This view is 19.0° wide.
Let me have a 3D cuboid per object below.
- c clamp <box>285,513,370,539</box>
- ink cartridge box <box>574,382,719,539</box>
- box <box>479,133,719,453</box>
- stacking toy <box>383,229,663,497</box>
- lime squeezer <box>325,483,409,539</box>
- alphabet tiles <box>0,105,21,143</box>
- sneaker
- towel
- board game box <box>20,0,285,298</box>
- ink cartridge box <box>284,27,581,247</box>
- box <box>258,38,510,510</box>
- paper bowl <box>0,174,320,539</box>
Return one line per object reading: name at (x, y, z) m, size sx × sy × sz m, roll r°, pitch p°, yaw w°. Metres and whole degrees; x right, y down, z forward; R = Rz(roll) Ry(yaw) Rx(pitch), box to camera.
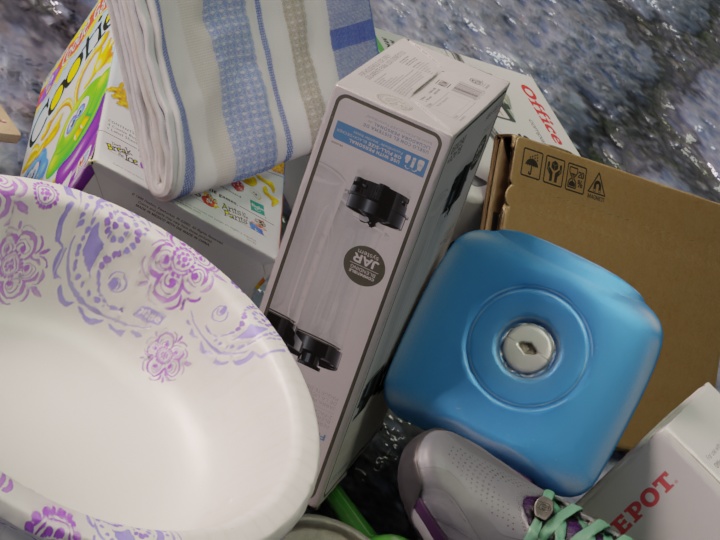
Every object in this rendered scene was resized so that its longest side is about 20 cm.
c clamp at (0.001, 0.185, 0.882) m, size 0.171 × 0.027 × 0.200 m, roll 46°, pitch 45°, yaw -1°
ink cartridge box at (0.186, 0.181, 1.079) m, size 0.200 × 0.145 × 0.084 m, roll 46°, pitch 29°, yaw 8°
box at (0.143, 0.022, 1.269) m, size 0.199 × 0.021 × 0.164 m, roll 15°, pitch 81°, yaw -40°
stacking toy at (0.081, 0.066, 1.108) m, size 0.116 × 0.110 × 0.200 m, roll 26°, pitch -16°, yaw 9°
lime squeezer at (0.031, 0.162, 1.047) m, size 0.200 × 0.038 × 0.071 m, roll 42°, pitch -3°, yaw 2°
alphabet tiles at (-0.267, -0.116, 1.007) m, size 0.167 × 0.008 × 0.200 m, roll 5°, pitch 27°, yaw -32°
sneaker at (0.110, 0.131, 0.970) m, size 0.200 × 0.087 × 0.075 m, roll 43°, pitch 40°, yaw -12°
towel at (-0.051, -0.122, 1.033) m, size 0.200 × 0.024 × 0.148 m, roll -23°, pitch 105°, yaw -55°
board game box at (-0.106, -0.053, 1.088) m, size 0.105 × 0.103 × 0.200 m, roll 29°, pitch 32°, yaw -19°
ink cartridge box at (0.045, -0.063, 1.301) m, size 0.199 × 0.084 × 0.146 m, roll 11°, pitch 42°, yaw -43°
box at (0.000, 0.000, 1.031) m, size 0.060 × 0.201 × 0.117 m, roll 23°, pitch 23°, yaw 10°
paper bowl at (-0.124, 0.066, 0.840) m, size 0.200 × 0.105 × 0.201 m, roll 25°, pitch 32°, yaw -17°
